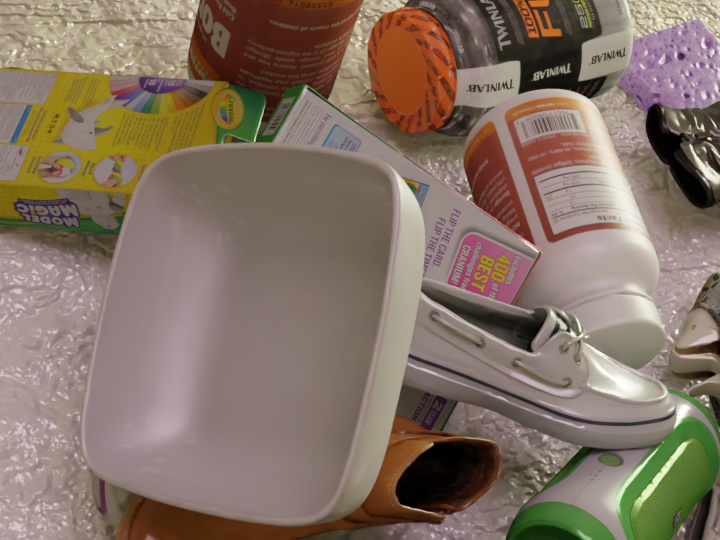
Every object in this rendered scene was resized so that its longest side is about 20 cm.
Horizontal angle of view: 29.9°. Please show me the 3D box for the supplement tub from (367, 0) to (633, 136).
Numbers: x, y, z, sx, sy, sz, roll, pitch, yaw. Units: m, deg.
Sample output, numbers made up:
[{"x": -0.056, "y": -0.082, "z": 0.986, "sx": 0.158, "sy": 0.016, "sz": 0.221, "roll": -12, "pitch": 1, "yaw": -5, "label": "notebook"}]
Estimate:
[{"x": 0.112, "y": -0.180, "z": 1.092, "sx": 0.199, "sy": 0.123, "sz": 0.123, "roll": -20, "pitch": 63, "yaw": -30, "label": "supplement tub"}]

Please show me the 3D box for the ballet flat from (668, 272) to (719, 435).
[{"x": 0.263, "y": 0.076, "z": 0.980, "sx": 0.071, "sy": 0.072, "sz": 0.201, "roll": 7, "pitch": 42, "yaw": -15, "label": "ballet flat"}]

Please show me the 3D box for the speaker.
[{"x": 0.165, "y": 0.148, "z": 0.863, "sx": 0.088, "sy": 0.089, "sz": 0.200, "roll": 41, "pitch": 36, "yaw": 13, "label": "speaker"}]

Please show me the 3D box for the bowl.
[{"x": -0.052, "y": 0.035, "z": 0.746, "sx": 0.074, "sy": 0.198, "sz": 0.202, "roll": 21, "pitch": 77, "yaw": -54, "label": "bowl"}]

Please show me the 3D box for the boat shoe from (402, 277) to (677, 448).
[{"x": 0.111, "y": 0.056, "z": 0.836, "sx": 0.198, "sy": 0.067, "sz": 0.074, "roll": 13, "pitch": 27, "yaw": -11, "label": "boat shoe"}]

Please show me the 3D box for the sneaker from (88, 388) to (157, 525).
[{"x": -0.112, "y": 0.072, "z": 0.854, "sx": 0.099, "sy": 0.075, "sz": 0.201, "roll": 17, "pitch": 51, "yaw": -6, "label": "sneaker"}]

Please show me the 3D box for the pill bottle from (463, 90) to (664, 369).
[{"x": 0.150, "y": -0.023, "z": 0.986, "sx": 0.111, "sy": 0.112, "sz": 0.201, "roll": -1, "pitch": 55, "yaw": -20, "label": "pill bottle"}]

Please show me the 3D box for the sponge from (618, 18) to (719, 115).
[{"x": 0.318, "y": -0.133, "z": 1.190, "sx": 0.111, "sy": 0.030, "sz": 0.201, "roll": -22, "pitch": 66, "yaw": -30, "label": "sponge"}]

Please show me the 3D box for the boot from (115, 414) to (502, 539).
[{"x": -0.028, "y": 0.136, "z": 0.781, "sx": 0.199, "sy": 0.155, "sz": 0.077, "roll": -13, "pitch": 96, "yaw": -38, "label": "boot"}]

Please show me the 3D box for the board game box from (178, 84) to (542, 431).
[{"x": 0.000, "y": 0.000, "z": 0.873, "sx": 0.199, "sy": 0.040, "sz": 0.154, "roll": 34, "pitch": 82, "yaw": -19, "label": "board game box"}]

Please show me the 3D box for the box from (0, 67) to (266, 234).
[{"x": -0.169, "y": -0.082, "z": 0.930, "sx": 0.198, "sy": 0.049, "sz": 0.118, "roll": 4, "pitch": 50, "yaw": 11, "label": "box"}]

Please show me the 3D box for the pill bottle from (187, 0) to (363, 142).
[{"x": -0.064, "y": -0.172, "z": 0.973, "sx": 0.111, "sy": 0.201, "sz": 0.113, "roll": 10, "pitch": 51, "yaw": -12, "label": "pill bottle"}]

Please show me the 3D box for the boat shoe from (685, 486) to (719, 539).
[{"x": 0.212, "y": 0.213, "z": 0.868, "sx": 0.065, "sy": 0.072, "sz": 0.200, "roll": 33, "pitch": 50, "yaw": 13, "label": "boat shoe"}]

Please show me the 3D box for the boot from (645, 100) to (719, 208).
[{"x": 0.322, "y": -0.066, "z": 1.089, "sx": 0.130, "sy": 0.068, "sz": 0.201, "roll": -15, "pitch": 53, "yaw": -24, "label": "boot"}]
